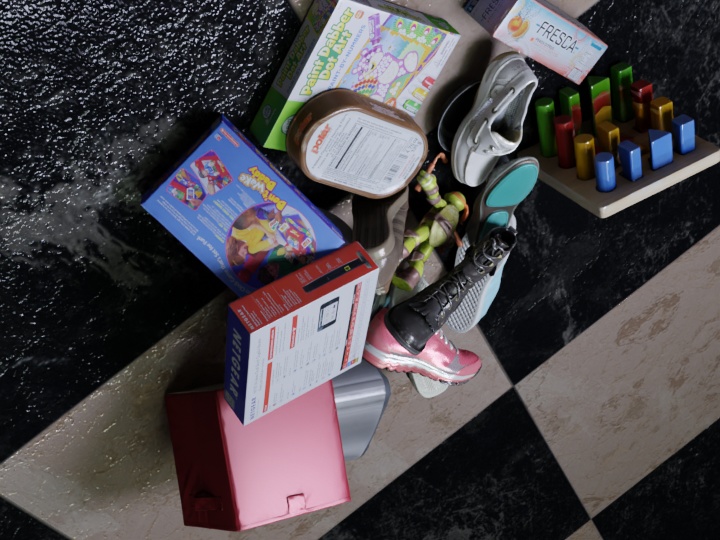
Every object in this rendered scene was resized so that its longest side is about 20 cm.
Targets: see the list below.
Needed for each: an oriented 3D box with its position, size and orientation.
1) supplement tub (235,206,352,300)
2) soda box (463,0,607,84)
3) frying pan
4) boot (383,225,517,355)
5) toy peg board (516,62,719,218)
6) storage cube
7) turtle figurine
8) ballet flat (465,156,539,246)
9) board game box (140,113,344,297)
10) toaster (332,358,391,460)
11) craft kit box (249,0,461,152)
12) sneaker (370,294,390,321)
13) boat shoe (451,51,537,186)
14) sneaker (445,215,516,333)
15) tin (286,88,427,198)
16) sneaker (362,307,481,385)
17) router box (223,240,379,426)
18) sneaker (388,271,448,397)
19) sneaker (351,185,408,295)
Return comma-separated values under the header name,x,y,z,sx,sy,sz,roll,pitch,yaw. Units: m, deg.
name,x,y,z,sx,sy,sz,roll,pitch,yaw
supplement tub,-0.089,0.026,1.567,0.122,0.123,0.201,-2,129,-38
soda box,0.220,-0.301,1.533,0.199,0.068,0.064,16,117,-48
frying pan,0.169,-0.197,1.626,0.189,0.031,0.115,12,122,-49
boot,0.124,0.015,1.627,0.174,0.069,0.200,-45,179,29
toy peg board,0.339,-0.186,1.658,0.199,0.199,0.098,-26,125,-16
storage cube,-0.139,0.234,1.639,0.199,0.182,0.170,-7,177,-33
turtle figurine,0.097,-0.048,1.656,0.162,0.064,0.201,-49,150,-20
ballet flat,0.183,-0.101,1.670,0.067,0.064,0.201,-5,144,-19
board game box,-0.135,-0.059,1.422,0.134,0.045,0.200,-43,108,7
toaster,-0.044,0.193,1.776,0.128,0.114,0.201,-8,136,-35
craft kit box,-0.005,-0.222,1.451,0.196,0.049,0.201,8,123,-40
sneaker,0.000,0.000,1.665,0.086,0.078,0.201,-33,152,-17
boat shoe,0.172,-0.177,1.570,0.070,0.069,0.201,-16,141,-31
sneaker,0.178,-0.009,1.811,0.082,0.074,0.201,-33,150,-62
tin,0.000,-0.148,1.468,0.199,0.042,0.112,13,116,-45
sneaker,0.095,0.102,1.729,0.199,0.074,0.087,12,107,-29
router box,-0.072,0.076,1.462,0.179,0.049,0.201,-26,150,-26
sneaker,0.075,0.086,1.813,0.074,0.085,0.202,-16,114,-11
sneaker,0.023,-0.046,1.544,0.070,0.201,0.076,-2,121,14
